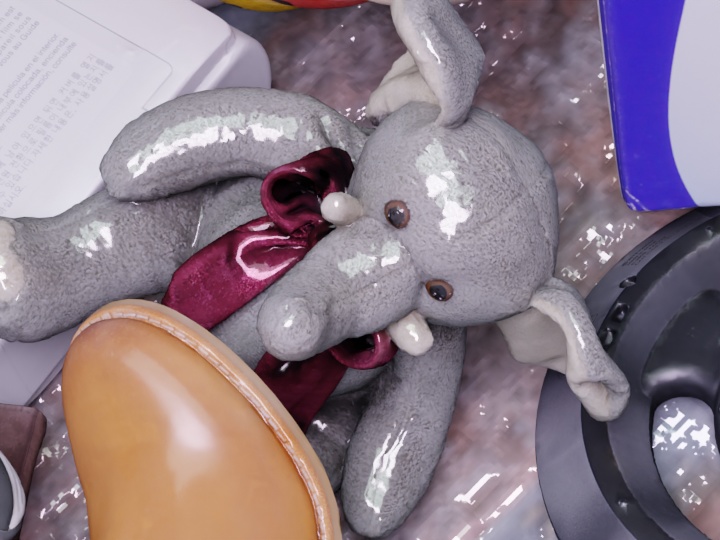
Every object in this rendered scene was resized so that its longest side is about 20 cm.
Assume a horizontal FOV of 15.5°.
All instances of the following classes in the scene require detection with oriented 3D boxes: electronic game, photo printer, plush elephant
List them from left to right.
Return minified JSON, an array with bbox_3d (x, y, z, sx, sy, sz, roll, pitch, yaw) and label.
[{"bbox_3d":[-0.158,-0.060,0.971,0.200,0.070,0.167,29,71,23],"label":"photo printer"},{"bbox_3d":[0.000,0.000,0.849,0.200,0.155,0.165,-34,93,-22],"label":"plush elephant"},{"bbox_3d":[0.156,0.049,0.869,0.199,0.042,0.201,-8,53,11],"label":"electronic game"}]

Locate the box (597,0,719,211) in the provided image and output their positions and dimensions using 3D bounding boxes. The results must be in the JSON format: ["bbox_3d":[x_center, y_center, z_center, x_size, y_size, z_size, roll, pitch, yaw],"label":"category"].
[{"bbox_3d":[0.175,-0.123,0.868,0.199,0.184,0.105,-4,41,8],"label":"box"}]

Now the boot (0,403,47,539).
[{"bbox_3d":[-0.131,0.115,0.855,0.199,0.072,0.167,0,57,28],"label":"boot"}]

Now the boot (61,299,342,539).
[{"bbox_3d":[-0.071,0.113,0.746,0.077,0.155,0.201,-18,89,36],"label":"boot"}]

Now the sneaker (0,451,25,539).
[{"bbox_3d":[-0.184,0.041,0.862,0.074,0.085,0.200,-40,42,-18],"label":"sneaker"}]

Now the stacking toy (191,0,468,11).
[{"bbox_3d":[-0.026,-0.136,0.936,0.146,0.200,0.147,8,72,-25],"label":"stacking toy"}]
